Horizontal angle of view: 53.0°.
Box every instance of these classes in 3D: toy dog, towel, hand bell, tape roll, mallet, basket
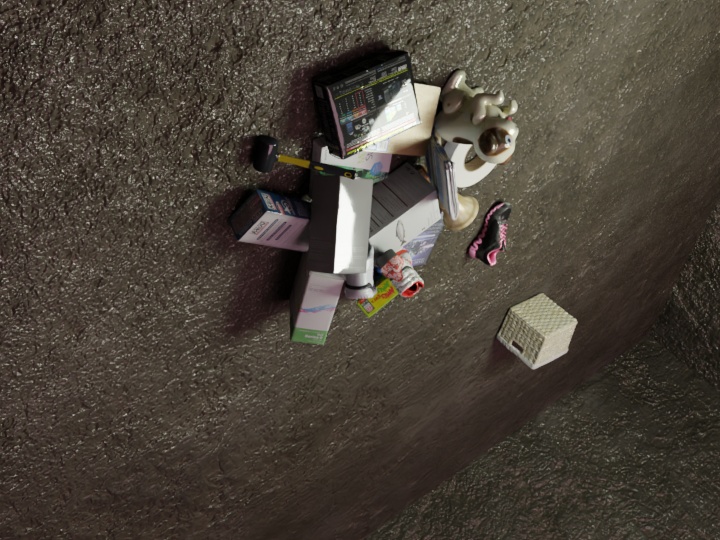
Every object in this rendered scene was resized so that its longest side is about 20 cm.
[{"bbox_3d":[0.259,-0.318,1.595,0.194,0.200,0.139,-48,147,6],"label":"toy dog"},{"bbox_3d":[0.178,-0.219,1.604,0.024,0.200,0.147,-14,127,-4],"label":"towel"},{"bbox_3d":[0.198,-0.194,1.779,0.104,0.104,0.200,-47,131,4],"label":"hand bell"},{"bbox_3d":[0.285,-0.300,1.795,0.202,0.037,0.203,-28,144,-23],"label":"tape roll"},{"bbox_3d":[-0.104,-0.213,1.381,0.199,0.041,0.066,5,124,-8],"label":"mallet"},{"bbox_3d":[0.637,0.216,2.613,0.199,0.198,0.161,-20,136,-32],"label":"basket"}]

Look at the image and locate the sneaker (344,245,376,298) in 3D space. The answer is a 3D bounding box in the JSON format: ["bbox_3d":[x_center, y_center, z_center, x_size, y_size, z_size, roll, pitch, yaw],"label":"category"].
[{"bbox_3d":[0.000,0.000,1.626,0.200,0.075,0.116,-72,162,-87],"label":"sneaker"}]

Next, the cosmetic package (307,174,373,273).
[{"bbox_3d":[-0.042,-0.094,1.482,0.107,0.090,0.201,2,92,-48],"label":"cosmetic package"}]

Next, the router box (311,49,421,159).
[{"bbox_3d":[0.015,-0.325,1.409,0.199,0.062,0.150,-28,124,-22],"label":"router box"}]

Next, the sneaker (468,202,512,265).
[{"bbox_3d":[0.395,-0.101,2.085,0.079,0.095,0.201,-6,130,-42],"label":"sneaker"}]

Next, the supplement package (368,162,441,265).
[{"bbox_3d":[0.072,-0.131,1.676,0.200,0.117,0.117,-37,149,-11],"label":"supplement package"}]

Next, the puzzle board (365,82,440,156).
[{"bbox_3d":[0.077,-0.321,1.515,0.199,0.017,0.151,-3,113,-38],"label":"puzzle board"}]

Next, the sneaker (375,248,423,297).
[{"bbox_3d":[0.100,0.010,1.668,0.067,0.108,0.201,-40,170,10],"label":"sneaker"}]

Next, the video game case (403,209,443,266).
[{"bbox_3d":[0.155,-0.090,1.904,0.142,0.019,0.201,-9,134,-42],"label":"video game case"}]

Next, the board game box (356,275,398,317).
[{"bbox_3d":[0.051,0.045,1.800,0.101,0.048,0.200,-39,-174,11],"label":"board game box"}]

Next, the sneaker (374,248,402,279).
[{"bbox_3d":[0.040,-0.017,1.797,0.200,0.088,0.075,-28,143,-25],"label":"sneaker"}]

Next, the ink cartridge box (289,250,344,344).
[{"bbox_3d":[-0.102,0.045,1.642,0.087,0.146,0.201,8,126,-12],"label":"ink cartridge box"}]

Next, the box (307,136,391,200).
[{"bbox_3d":[-0.017,-0.234,1.539,0.199,0.036,0.145,-22,141,-29],"label":"box"}]

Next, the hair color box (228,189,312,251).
[{"bbox_3d":[-0.161,-0.100,1.490,0.100,0.061,0.200,-41,152,27],"label":"hair color box"}]
